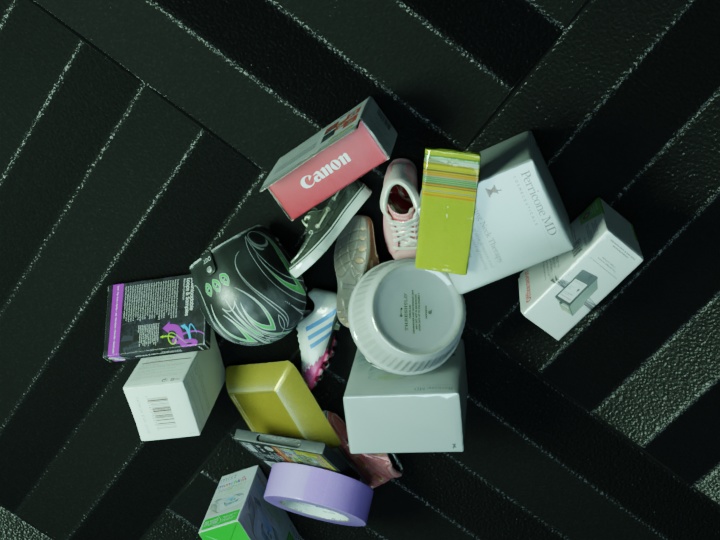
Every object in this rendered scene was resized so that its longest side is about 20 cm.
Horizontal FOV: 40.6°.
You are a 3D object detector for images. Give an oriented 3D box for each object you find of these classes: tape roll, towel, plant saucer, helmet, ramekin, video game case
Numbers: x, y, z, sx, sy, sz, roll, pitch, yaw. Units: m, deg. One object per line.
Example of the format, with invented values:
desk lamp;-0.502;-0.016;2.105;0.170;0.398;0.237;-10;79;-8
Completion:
tape roll;-0.078;0.424;1.834;0.199;0.066;0.200;14;158;6
towel;0.134;-0.090;1.498;0.086;0.018;0.201;9;116;12
plant saucer;-0.159;0.268;1.824;0.200;0.048;0.200;-10;117;45
helmet;-0.189;0.038;1.703;0.200;0.200;0.191;-32;90;21
ramekin;0.085;0.071;1.621;0.201;0.094;0.203;3;77;-11
video game case;-0.114;0.349;1.808;0.180;0.026;0.200;5;154;23

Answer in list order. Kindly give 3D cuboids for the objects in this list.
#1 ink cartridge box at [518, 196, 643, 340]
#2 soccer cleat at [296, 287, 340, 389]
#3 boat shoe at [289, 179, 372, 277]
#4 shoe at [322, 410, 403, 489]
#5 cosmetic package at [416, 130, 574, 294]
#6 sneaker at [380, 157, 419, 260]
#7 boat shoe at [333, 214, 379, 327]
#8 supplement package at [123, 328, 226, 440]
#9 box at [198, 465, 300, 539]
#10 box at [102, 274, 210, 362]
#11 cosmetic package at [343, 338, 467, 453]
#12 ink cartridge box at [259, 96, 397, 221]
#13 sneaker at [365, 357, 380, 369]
ink cartridge box;0.360;-0.004;1.613;0.084;0.146;0.200;37;115;-11
soccer cleat;-0.086;0.122;1.790;0.086;0.070;0.201;23;111;8
boat shoe;-0.065;-0.079;1.659;0.064;0.071;0.200;39;82;-8
shoe;0.003;0.335;1.871;0.091;0.072;0.200;-25;114;17
cosmetic package;0.219;-0.096;1.580;0.199;0.166;0.168;-23;108;17
sneaker;0.071;-0.080;1.646;0.075;0.105;0.201;-3;116;8
boat shoe;0.000;0.000;1.714;0.076;0.072;0.201;14;104;36
supplement package;-0.335;0.204;1.784;0.117;0.200;0.117;-8;114;12
box;-0.216;0.526;1.930;0.096;0.177;0.200;-21;110;17
box;-0.369;0.086;1.778;0.199;0.144;0.036;-8;155;14
cosmetic package;0.086;0.220;1.729;0.198;0.200;0.123;-3;115;9
ink cartridge box;-0.050;-0.175;1.579;0.200;0.176;0.084;-31;107;21
sneaker;0.083;0.098;1.716;0.200;0.074;0.080;-31;123;-15
